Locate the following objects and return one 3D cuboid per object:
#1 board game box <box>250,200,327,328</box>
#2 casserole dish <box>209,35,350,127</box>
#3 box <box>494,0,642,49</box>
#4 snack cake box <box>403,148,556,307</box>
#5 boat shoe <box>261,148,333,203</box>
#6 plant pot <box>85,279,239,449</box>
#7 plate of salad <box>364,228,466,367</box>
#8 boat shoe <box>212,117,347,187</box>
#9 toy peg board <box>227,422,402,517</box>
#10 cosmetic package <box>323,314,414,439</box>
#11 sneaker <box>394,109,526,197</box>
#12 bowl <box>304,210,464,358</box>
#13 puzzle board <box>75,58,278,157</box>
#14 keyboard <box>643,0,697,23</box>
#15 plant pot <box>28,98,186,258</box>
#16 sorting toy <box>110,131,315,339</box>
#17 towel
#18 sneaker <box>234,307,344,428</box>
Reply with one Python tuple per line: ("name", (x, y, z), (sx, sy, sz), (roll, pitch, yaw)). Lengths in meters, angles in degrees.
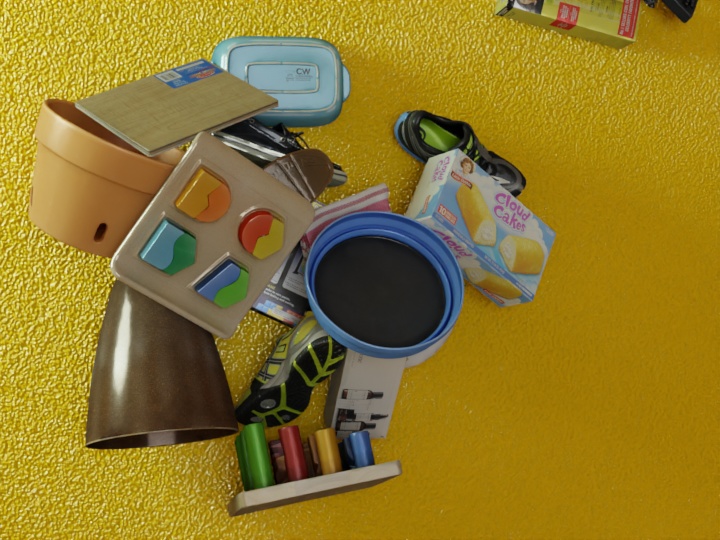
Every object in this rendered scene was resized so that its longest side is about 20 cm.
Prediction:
("board game box", (-0.121, -0.030, 1.485), (0.199, 0.057, 0.166), (26, 82, -12))
("casserole dish", (-0.106, -0.252, 1.498), (0.199, 0.039, 0.122), (-1, 91, -14))
("box", (0.292, -0.373, 1.587), (0.199, 0.050, 0.076), (13, 85, -14))
("snack cake box", (0.159, -0.054, 1.507), (0.200, 0.067, 0.115), (37, 62, -25))
("boat shoe", (-0.123, -0.085, 1.423), (0.200, 0.065, 0.071), (-36, 96, -12))
("plant pot", (-0.252, 0.110, 1.405), (0.186, 0.187, 0.201), (-3, 76, -13))
("plate of salad", (0.071, 0.033, 1.498), (0.200, 0.048, 0.201), (-9, 104, -39))
("boat shoe", (-0.104, -0.159, 1.475), (0.199, 0.075, 0.062), (20, 74, -21))
("toy peg board", (-0.071, 0.239, 1.432), (0.198, 0.200, 0.098), (-10, 77, -13))
("cosmetic package", (0.009, 0.134, 1.459), (0.082, 0.051, 0.201), (0, 130, -14))
("sneaker", (0.138, -0.153, 1.532), (0.199, 0.083, 0.071), (31, 79, -13))
("bowl", (0.027, 0.019, 1.392), (0.200, 0.039, 0.201), (7, 56, -10))
("puzzle board", (-0.223, -0.201, 1.386), (0.200, 0.151, 0.017), (-28, 137, -37))
("keyboard", (0.399, -0.429, 1.600), (0.200, 0.021, 0.127), (41, 49, -10))
("plant pot", (-0.315, -0.105, 1.381), (0.199, 0.200, 0.140), (23, 102, -12))
("sorting toy", (-0.170, -0.036, 1.347), (0.185, 0.036, 0.200), (33, 91, -31))
("towel", (0.000, 0.000, 1.480), (0.146, 0.030, 0.201), (-27, 115, -31))
("sneaker", (-0.093, 0.130, 1.460), (0.075, 0.077, 0.200), (26, 123, -35))
